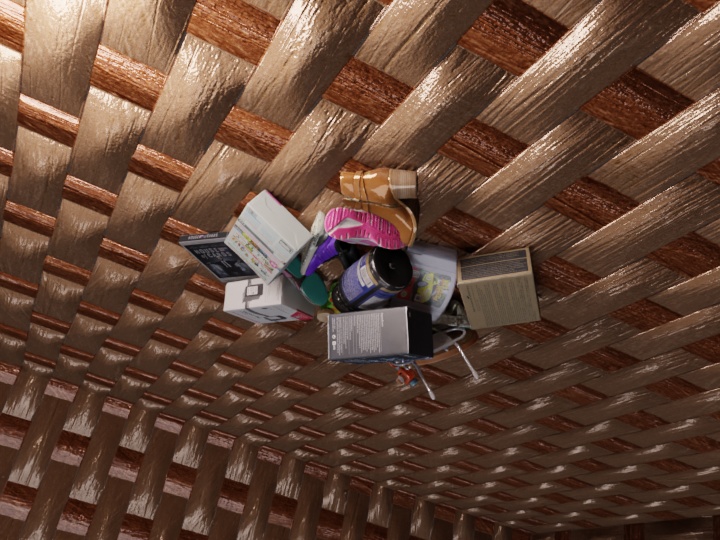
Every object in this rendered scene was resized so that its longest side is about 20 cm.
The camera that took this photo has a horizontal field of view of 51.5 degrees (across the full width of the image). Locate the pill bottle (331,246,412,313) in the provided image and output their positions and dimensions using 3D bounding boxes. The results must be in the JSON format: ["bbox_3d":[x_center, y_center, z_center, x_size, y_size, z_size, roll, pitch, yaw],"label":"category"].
[{"bbox_3d":[0.019,0.028,1.674,0.111,0.112,0.200,25,144,-23],"label":"pill bottle"}]

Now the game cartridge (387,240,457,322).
[{"bbox_3d":[0.148,0.029,1.704,0.132,0.041,0.201,11,126,-5],"label":"game cartridge"}]

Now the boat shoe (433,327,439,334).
[{"bbox_3d":[0.129,0.142,1.841,0.076,0.072,0.199,-12,162,41],"label":"boat shoe"}]

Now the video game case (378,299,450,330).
[{"bbox_3d":[0.140,0.110,1.887,0.181,0.023,0.200,-18,144,11],"label":"video game case"}]

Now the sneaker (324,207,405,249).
[{"bbox_3d":[0.012,-0.094,1.584,0.199,0.082,0.088,11,180,-17],"label":"sneaker"}]

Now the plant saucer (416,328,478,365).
[{"bbox_3d":[0.208,0.192,1.939,0.199,0.200,0.033,-15,99,40],"label":"plant saucer"}]

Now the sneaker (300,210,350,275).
[{"bbox_3d":[-0.074,-0.046,1.683,0.099,0.070,0.200,12,142,-13],"label":"sneaker"}]

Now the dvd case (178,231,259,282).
[{"bbox_3d":[-0.343,-0.032,1.888,0.149,0.025,0.200,-4,148,27],"label":"dvd case"}]

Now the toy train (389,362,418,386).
[{"bbox_3d":[0.070,0.218,1.907,0.200,0.056,0.150,48,161,9],"label":"toy train"}]

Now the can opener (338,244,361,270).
[{"bbox_3d":[0.000,0.000,1.789,0.053,0.067,0.201,-1,135,25],"label":"can opener"}]

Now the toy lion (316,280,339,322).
[{"bbox_3d":[-0.007,0.092,1.948,0.199,0.069,0.191,30,139,-30],"label":"toy lion"}]

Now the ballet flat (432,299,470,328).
[{"bbox_3d":[0.208,0.102,1.822,0.199,0.072,0.072,5,156,-24],"label":"ballet flat"}]

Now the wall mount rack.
[{"bbox_3d":[0.180,0.214,1.756,0.174,0.199,0.075,40,151,63],"label":"wall mount rack"}]

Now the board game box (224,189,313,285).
[{"bbox_3d":[-0.209,-0.070,1.667,0.148,0.064,0.200,45,145,-2],"label":"board game box"}]

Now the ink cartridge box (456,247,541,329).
[{"bbox_3d":[0.310,0.044,1.668,0.164,0.076,0.200,-8,144,14],"label":"ink cartridge box"}]

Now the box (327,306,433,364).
[{"bbox_3d":[0.047,0.150,1.688,0.199,0.108,0.148,-9,166,27],"label":"box"}]

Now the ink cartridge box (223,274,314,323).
[{"bbox_3d":[-0.239,0.079,1.958,0.199,0.084,0.145,-8,158,33],"label":"ink cartridge box"}]

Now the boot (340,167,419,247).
[{"bbox_3d":[0.040,-0.129,1.501,0.153,0.074,0.201,2,136,9],"label":"boot"}]

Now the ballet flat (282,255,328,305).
[{"bbox_3d":[-0.153,0.011,1.855,0.071,0.069,0.200,18,157,48],"label":"ballet flat"}]

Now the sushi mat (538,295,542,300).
[{"bbox_3d":[0.326,0.036,1.751,0.199,0.012,0.095,29,147,-28],"label":"sushi mat"}]
